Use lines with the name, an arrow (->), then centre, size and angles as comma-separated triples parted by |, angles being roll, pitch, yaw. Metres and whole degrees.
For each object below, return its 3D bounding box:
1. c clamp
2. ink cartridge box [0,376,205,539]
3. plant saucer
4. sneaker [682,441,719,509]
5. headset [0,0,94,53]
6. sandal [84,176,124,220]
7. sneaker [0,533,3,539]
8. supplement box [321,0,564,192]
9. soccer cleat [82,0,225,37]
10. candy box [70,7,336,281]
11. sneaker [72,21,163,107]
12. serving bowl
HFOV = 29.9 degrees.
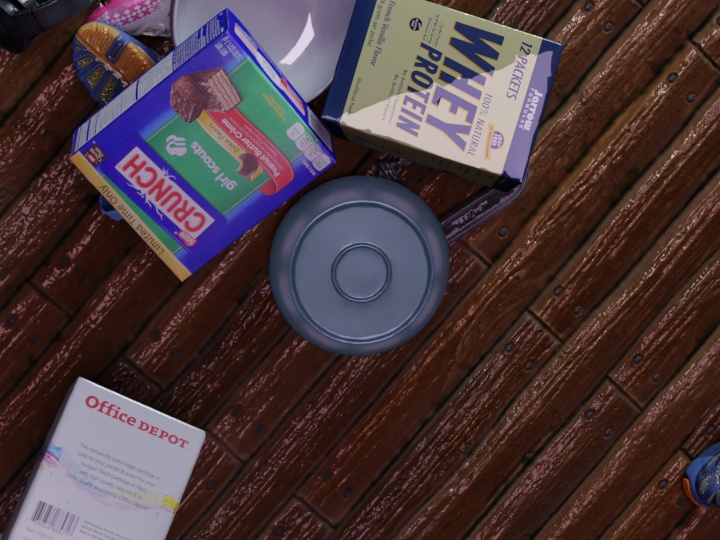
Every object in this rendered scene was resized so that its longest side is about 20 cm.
c clamp -> 0.096, -0.124, 1.464 | 0.199, 0.027, 0.172 | -38, 107, -3
ink cartridge box -> -0.267, 0.232, 1.375 | 0.144, 0.145, 0.202 | 26, 74, -11
plant saucer -> 0.000, 0.000, 1.452 | 0.197, 0.027, 0.203 | -1, 105, -4
sneaker -> 0.457, 0.200, 1.532 | 0.075, 0.078, 0.200 | 40, 92, -12
headset -> -0.346, -0.277, 1.328 | 0.197, 0.124, 0.095 | -13, 128, 18
sandal -> -0.196, -0.094, 1.408 | 0.197, 0.080, 0.088 | 3, 131, -14
sneaker -> -0.302, 0.335, 1.447 | 0.200, 0.075, 0.082 | 40, 92, -11
supplement box -> 0.079, -0.174, 1.335 | 0.197, 0.200, 0.136 | 18, 92, 2
soccer cleat -> -0.182, -0.265, 1.378 | 0.198, 0.070, 0.087 | -25, 101, -4
candy box -> -0.151, -0.119, 1.299 | 0.199, 0.077, 0.169 | -36, 114, 14
sneaker -> -0.203, -0.183, 1.372 | 0.199, 0.088, 0.075 | 39, 116, -11
serving bowl -> -0.101, -0.258, 1.344 | 0.198, 0.066, 0.203 | -11, 117, -22
